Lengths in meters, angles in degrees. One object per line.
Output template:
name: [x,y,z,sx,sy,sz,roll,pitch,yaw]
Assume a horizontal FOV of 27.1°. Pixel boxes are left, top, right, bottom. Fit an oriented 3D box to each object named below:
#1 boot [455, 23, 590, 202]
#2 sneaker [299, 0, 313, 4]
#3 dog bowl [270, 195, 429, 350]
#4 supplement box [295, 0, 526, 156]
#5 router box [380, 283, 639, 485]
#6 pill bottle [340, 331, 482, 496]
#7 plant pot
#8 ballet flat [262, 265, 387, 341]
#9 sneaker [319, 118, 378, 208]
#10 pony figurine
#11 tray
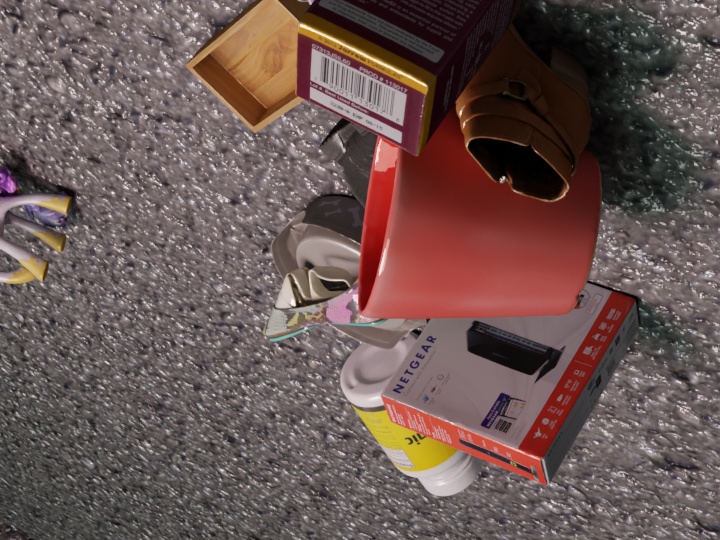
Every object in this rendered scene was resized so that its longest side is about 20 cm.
boot: [0.089,-0.139,1.173,0.199,0.156,0.077,29,132,-10]
sneaker: [-0.025,-0.241,1.279,0.139,0.078,0.201,9,132,43]
dog bowl: [0.000,0.000,1.626,0.199,0.059,0.200,27,150,17]
supplement box: [0.048,-0.199,1.116,0.110,0.200,0.086,28,150,13]
router box: [0.146,0.089,1.446,0.179,0.200,0.049,19,149,29]
pill bottle: [0.067,0.173,1.760,0.111,0.111,0.200,6,141,43]
plant pot: [0.099,-0.044,1.257,0.176,0.201,0.201,9,152,-6]
ballet flat: [-0.043,0.029,1.600,0.200,0.069,0.071,-11,110,49]
sneaker: [0.027,-0.112,1.429,0.104,0.060,0.200,43,157,-10]
pony figurine: [-0.481,-0.076,1.941,0.199,0.194,0.167,13,153,1]
tray: [-0.085,-0.205,1.431,0.099,0.037,0.200,43,152,-14]
